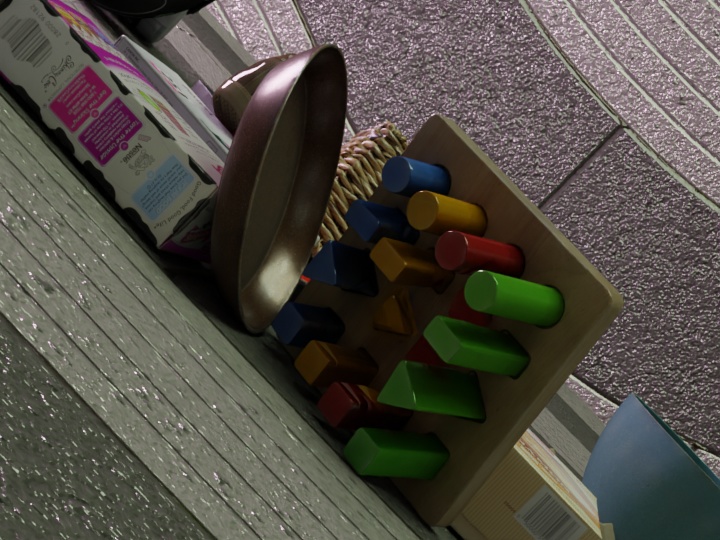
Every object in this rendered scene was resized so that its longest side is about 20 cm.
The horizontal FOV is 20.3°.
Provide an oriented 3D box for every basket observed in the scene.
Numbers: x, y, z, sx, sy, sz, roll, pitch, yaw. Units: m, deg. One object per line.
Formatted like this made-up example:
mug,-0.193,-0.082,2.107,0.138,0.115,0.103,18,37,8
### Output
basket,0.000,0.000,1.740,0.201,0.149,0.142,55,-33,-8

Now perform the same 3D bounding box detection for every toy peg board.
toy peg board,0.030,0.026,1.316,0.097,0.201,0.199,13,30,-52

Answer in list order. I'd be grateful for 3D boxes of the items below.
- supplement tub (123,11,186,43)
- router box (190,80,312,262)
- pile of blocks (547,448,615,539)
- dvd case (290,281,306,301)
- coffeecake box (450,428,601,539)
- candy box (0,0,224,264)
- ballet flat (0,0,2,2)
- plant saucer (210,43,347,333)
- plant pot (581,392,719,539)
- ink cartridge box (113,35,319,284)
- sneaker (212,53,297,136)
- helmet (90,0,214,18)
supplement tub,-0.267,-0.370,2.306,0.200,0.123,0.123,44,5,-8
router box,-0.090,-0.083,1.886,0.149,0.051,0.200,40,7,-34
pile of blocks,0.129,0.185,1.630,0.201,0.082,0.062,54,-39,-8
dvd case,-0.134,-0.064,1.558,0.200,0.025,0.150,47,6,23
coffeecake box,0.099,0.152,1.475,0.154,0.073,0.200,45,5,3
candy box,-0.164,-0.098,1.379,0.200,0.061,0.136,46,5,12
ballet flat,-0.260,-0.202,1.364,0.068,0.068,0.200,45,5,11
plant saucer,-0.057,-0.059,1.357,0.034,0.202,0.200,17,0,11
plant pot,0.289,0.238,1.971,0.200,0.135,0.200,46,5,-5
ink cartridge box,-0.102,-0.077,1.549,0.200,0.044,0.173,49,8,27
sneaker,-0.074,-0.106,1.623,0.071,0.075,0.200,52,-16,13
helmet,-0.240,-0.372,2.155,0.189,0.202,0.200,6,-11,22
